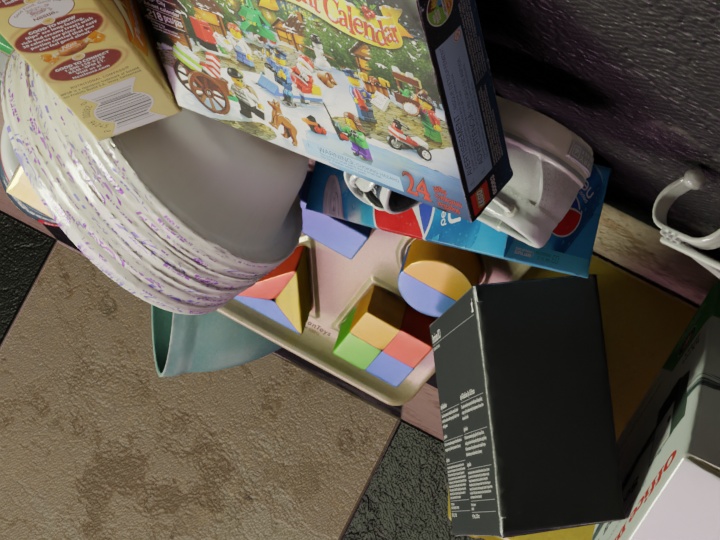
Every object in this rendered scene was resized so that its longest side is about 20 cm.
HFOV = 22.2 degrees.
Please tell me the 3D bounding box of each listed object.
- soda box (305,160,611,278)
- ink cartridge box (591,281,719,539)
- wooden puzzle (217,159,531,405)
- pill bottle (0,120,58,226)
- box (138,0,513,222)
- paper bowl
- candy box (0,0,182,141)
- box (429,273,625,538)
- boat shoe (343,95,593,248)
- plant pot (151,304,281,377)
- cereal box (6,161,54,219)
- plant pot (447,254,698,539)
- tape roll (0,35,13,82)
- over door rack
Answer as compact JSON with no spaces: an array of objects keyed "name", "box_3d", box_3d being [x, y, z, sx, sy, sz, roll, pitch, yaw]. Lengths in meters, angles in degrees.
[{"name":"soda box","box_3d":[0.052,-0.047,1.074,0.067,0.065,0.199,11,-178,-36]},{"name":"ink cartridge box","box_3d":[0.201,0.122,1.071,0.083,0.147,0.200,27,-149,1]},{"name":"wooden puzzle","box_3d":[0.000,0.000,1.233,0.184,0.046,0.200,29,130,-10]},{"name":"pill bottle","box_3d":[-0.261,-0.100,1.621,0.119,0.120,0.200,29,172,-9]},{"name":"box","box_3d":[-0.026,-0.113,0.884,0.199,0.038,0.137,23,148,34]},{"name":"paper bowl","box_3d":[-0.108,-0.083,1.095,0.201,0.104,0.201,43,-155,-26]},{"name":"candy box","box_3d":[-0.153,-0.157,0.919,0.055,0.116,0.200,-19,160,5]},{"name":"box","box_3d":[0.096,0.086,1.112,0.078,0.143,0.200,-8,173,-6]},{"name":"boat shoe","box_3d":[0.027,-0.062,0.956,0.199,0.069,0.072,22,171,29]},{"name":"plant pot","box_3d":[-0.085,-0.019,1.393,0.133,0.202,0.200,2,177,-12]},{"name":"cereal box","box_3d":[-0.145,-0.082,1.227,0.143,0.040,0.201,30,-148,-15]},{"name":"plant pot","box_3d":[0.158,0.116,1.304,0.193,0.201,0.196,27,171,4]},{"name":"tape roll","box_3d":[-0.251,-0.168,1.417,0.199,0.048,0.200,27,171,4]},{"name":"over door rack","box_3d":[0.244,0.027,0.892,0.147,0.067,0.200,33,-169,-32]}]
